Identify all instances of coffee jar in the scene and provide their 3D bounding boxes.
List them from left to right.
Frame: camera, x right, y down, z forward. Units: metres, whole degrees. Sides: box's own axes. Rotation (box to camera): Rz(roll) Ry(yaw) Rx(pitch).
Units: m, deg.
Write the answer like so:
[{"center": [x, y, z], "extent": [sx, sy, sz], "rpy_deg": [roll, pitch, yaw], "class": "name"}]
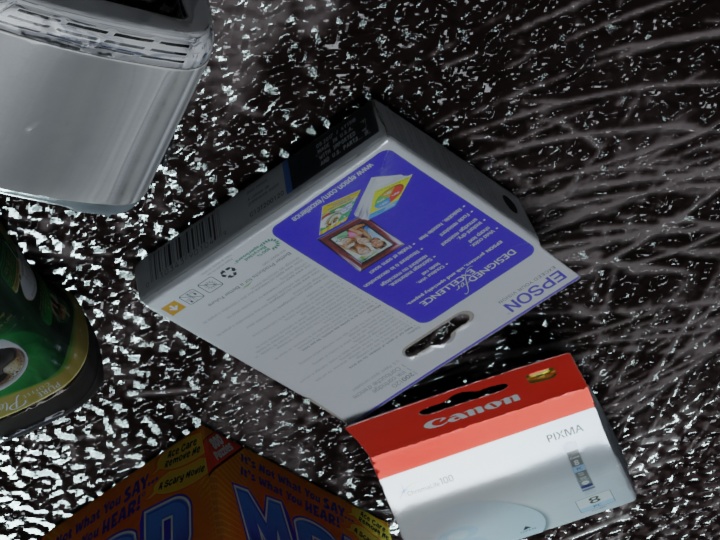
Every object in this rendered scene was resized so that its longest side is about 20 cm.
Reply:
[{"center": [-0.233, 0.019, 1.438], "extent": [0.104, 0.085, 0.200], "rpy_deg": [-23, 139, 9], "class": "coffee jar"}]

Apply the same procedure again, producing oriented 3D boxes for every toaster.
[{"center": [-0.162, -0.113, 1.283], "extent": [0.200, 0.114, 0.129], "rpy_deg": [13, 132, -25], "class": "toaster"}]

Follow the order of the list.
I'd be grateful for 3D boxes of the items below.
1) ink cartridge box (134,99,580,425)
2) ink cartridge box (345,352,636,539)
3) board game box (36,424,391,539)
[{"center": [0.000, 0.000, 1.513], "extent": [0.198, 0.043, 0.200], "rpy_deg": [-34, 136, 24], "class": "ink cartridge box"}, {"center": [0.092, 0.132, 1.663], "extent": [0.160, 0.047, 0.200], "rpy_deg": [-19, 154, 8], "class": "ink cartridge box"}, {"center": [-0.098, 0.267, 1.678], "extent": [0.200, 0.200, 0.200], "rpy_deg": [-35, 136, 24], "class": "board game box"}]
